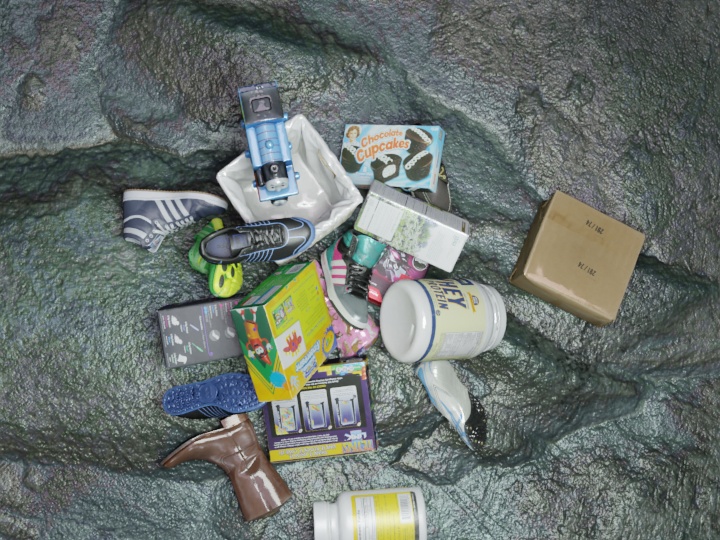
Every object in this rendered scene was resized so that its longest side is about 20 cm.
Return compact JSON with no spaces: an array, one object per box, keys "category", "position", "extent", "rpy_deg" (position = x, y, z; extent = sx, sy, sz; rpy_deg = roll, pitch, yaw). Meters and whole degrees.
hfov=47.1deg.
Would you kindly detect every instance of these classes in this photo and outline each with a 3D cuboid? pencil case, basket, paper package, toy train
[{"category":"pencil case","position":[-0.055,0.073,1.533],"extent":[0.200,0.083,0.086],"rpy_deg":[47,42,2]},{"category":"basket","position":[-0.130,-0.136,1.512],"extent":[0.199,0.161,0.199],"rpy_deg":[-36,87,-9]},{"category":"paper package","position":[0.413,-0.023,1.572],"extent":[0.197,0.104,0.193],"rpy_deg":[25,80,0]},{"category":"toy train","position":[-0.155,-0.212,1.383],"extent":[0.085,0.114,0.204],"rpy_deg":[-11,82,-4]}]

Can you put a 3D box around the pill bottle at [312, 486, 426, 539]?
[{"category":"pill bottle","position":[0.014,0.449,1.474],"extent":[0.196,0.111,0.113],"rpy_deg":[-2,83,-4]}]

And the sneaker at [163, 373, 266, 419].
[{"category":"sneaker","position":[-0.247,0.224,1.467],"extent":[0.196,0.078,0.071],"rpy_deg":[-6,77,13]}]

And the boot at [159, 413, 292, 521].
[{"category":"boot","position":[-0.240,0.380,1.491],"extent":[0.184,0.064,0.202],"rpy_deg":[-28,90,-6]}]

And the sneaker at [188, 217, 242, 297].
[{"category":"sneaker","position":[-0.265,-0.012,1.496],"extent":[0.083,0.201,0.074],"rpy_deg":[-29,127,8]}]

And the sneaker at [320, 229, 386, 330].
[{"category":"sneaker","position":[0.000,0.000,1.479],"extent":[0.083,0.202,0.121],"rpy_deg":[21,123,-36]}]

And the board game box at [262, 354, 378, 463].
[{"category":"board game box","position":[-0.074,0.249,1.487],"extent":[0.196,0.057,0.168],"rpy_deg":[-7,97,6]}]

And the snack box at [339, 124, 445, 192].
[{"category":"snack box","position":[0.055,-0.212,1.551],"extent":[0.197,0.037,0.118],"rpy_deg":[6,83,28]}]

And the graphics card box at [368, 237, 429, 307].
[{"category":"graphics card box","position":[0.072,-0.027,1.571],"extent":[0.124,0.051,0.203],"rpy_deg":[24,80,-1]}]

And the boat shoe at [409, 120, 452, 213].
[{"category":"boat shoe","position":[0.127,-0.187,1.565],"extent":[0.071,0.061,0.204],"rpy_deg":[-13,69,-19]}]

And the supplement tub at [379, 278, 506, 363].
[{"category":"supplement tub","position":[0.149,0.088,1.488],"extent":[0.197,0.144,0.148],"rpy_deg":[-1,82,-32]}]

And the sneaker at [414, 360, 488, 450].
[{"category":"sneaker","position":[0.172,0.248,1.544],"extent":[0.072,0.072,0.202],"rpy_deg":[-38,100,-36]}]

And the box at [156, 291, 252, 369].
[{"category":"box","position":[-0.254,0.102,1.485],"extent":[0.196,0.122,0.108],"rpy_deg":[-9,93,-5]}]

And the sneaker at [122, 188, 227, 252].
[{"category":"sneaker","position":[-0.346,-0.089,1.532],"extent":[0.196,0.070,0.111],"rpy_deg":[3,78,3]}]

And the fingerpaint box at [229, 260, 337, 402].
[{"category":"fingerpaint box","position":[-0.126,0.100,1.407],"extent":[0.072,0.200,0.169],"rpy_deg":[-8,109,25]}]

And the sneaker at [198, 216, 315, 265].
[{"category":"sneaker","position":[-0.173,-0.047,1.381],"extent":[0.197,0.078,0.071],"rpy_deg":[-14,87,1]}]

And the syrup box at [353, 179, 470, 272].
[{"category":"syrup box","position":[0.095,-0.082,1.502],"extent":[0.197,0.082,0.080],"rpy_deg":[23,113,-2]}]
